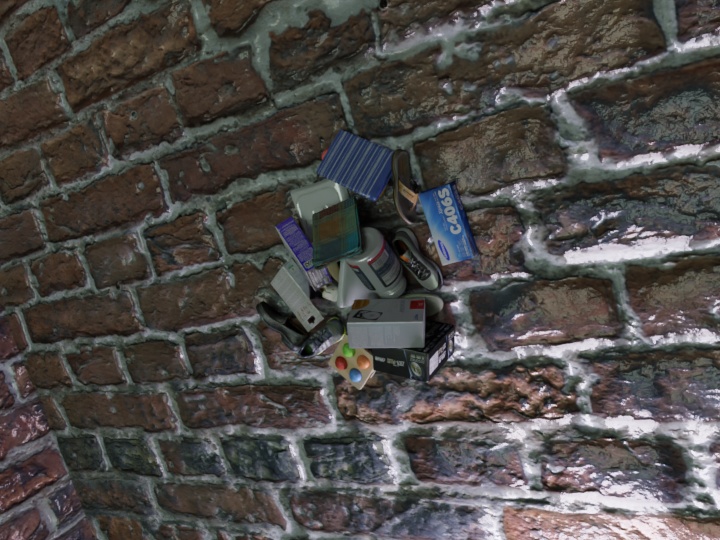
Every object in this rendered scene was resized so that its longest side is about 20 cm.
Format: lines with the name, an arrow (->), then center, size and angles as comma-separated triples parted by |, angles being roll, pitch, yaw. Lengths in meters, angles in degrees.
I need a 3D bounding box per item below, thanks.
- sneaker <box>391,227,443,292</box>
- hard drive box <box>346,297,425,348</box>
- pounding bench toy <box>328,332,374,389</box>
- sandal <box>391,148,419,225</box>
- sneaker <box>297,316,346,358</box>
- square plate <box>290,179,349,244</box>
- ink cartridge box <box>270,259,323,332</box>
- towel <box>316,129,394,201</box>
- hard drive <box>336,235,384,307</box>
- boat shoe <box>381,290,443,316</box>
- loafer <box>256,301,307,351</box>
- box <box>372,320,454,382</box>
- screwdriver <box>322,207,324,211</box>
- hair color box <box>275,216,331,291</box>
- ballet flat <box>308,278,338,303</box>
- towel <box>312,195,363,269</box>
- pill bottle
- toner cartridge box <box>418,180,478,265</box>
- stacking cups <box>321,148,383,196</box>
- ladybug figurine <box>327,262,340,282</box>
sneaker -> 0.148, -0.020, 1.613 | 0.074, 0.079, 0.201 | -38, 87, 32
hard drive box -> 0.073, 0.139, 1.578 | 0.198, 0.156, 0.077 | -2, 110, 7
pounding bench toy -> 0.020, 0.216, 1.722 | 0.124, 0.156, 0.201 | 37, 121, 14
sandal -> 0.126, -0.219, 1.558 | 0.054, 0.081, 0.202 | 2, 101, 38
sneaker -> -0.120, 0.219, 1.849 | 0.074, 0.081, 0.200 | 49, 123, 6
square plate -> -0.107, -0.161, 1.742 | 0.197, 0.028, 0.202 | -12, 100, 32
ink cartridge box -> -0.185, 0.079, 1.824 | 0.200, 0.050, 0.161 | 50, 150, 1
towel -> -0.005, -0.285, 1.603 | 0.199, 0.024, 0.146 | 28, 86, 20
hard drive -> 0.000, 0.000, 1.677 | 0.027, 0.131, 0.202 | 32, 124, 49
boat shoe -> 0.135, 0.094, 1.671 | 0.198, 0.062, 0.075 | -9, 108, 16
loafer -> -0.252, 0.167, 1.921 | 0.200, 0.073, 0.072 | 44, 114, -1
box -> 0.148, 0.210, 1.618 | 0.163, 0.200, 0.087 | 8, 111, 27
screwdriver -> -0.080, -0.095, 1.719 | 0.029, 0.028, 0.201 | 17, 135, 52
hair color box -> -0.165, -0.049, 1.723 | 0.200, 0.065, 0.110 | 55, 171, 32
ballet flat -> -0.109, 0.049, 1.792 | 0.200, 0.072, 0.072 | 38, 122, 13
towel -> -0.067, -0.103, 1.590 | 0.146, 0.201, 0.022 | -21, 139, 17
pill bottle -> 0.045, -0.011, 1.608 | 0.119, 0.120, 0.200 | -4, 142, 31
toner cartridge box -> 0.230, -0.122, 1.550 | 0.094, 0.043, 0.201 | -16, 99, 34
stacking cups -> -0.024, -0.267, 1.642 | 0.199, 0.060, 0.061 | 35, 121, 19
ladybug figurine -> -0.046, -0.044, 1.688 | 0.072, 0.135, 0.201 | 33, 151, 49
